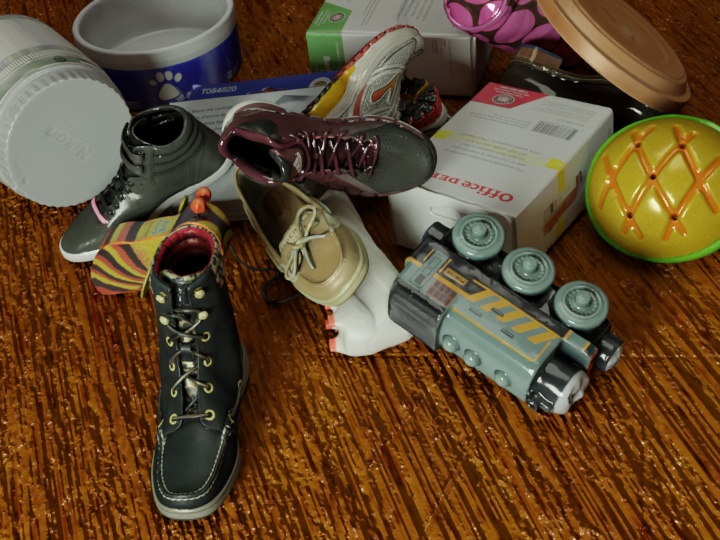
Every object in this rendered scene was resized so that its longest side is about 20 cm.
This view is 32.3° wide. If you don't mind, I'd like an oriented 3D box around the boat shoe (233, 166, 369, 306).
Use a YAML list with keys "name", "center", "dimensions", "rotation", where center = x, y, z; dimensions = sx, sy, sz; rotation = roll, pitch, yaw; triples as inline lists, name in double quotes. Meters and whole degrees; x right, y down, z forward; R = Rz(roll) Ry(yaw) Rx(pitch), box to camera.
- name: "boat shoe"
  center: [-0.060, -0.034, 1.105]
  dimensions: [0.073, 0.063, 0.200]
  rotation: [-51, 39, 3]

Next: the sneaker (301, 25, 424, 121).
- name: "sneaker"
  center: [0.006, -0.165, 1.227]
  dimensions: [0.200, 0.082, 0.078]
  rotation: [-52, 10, -30]

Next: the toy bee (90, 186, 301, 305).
- name: "toy bee"
  center: [-0.163, -0.032, 1.171]
  dimensions: [0.198, 0.109, 0.131]
  rotation: [-12, 36, -5]

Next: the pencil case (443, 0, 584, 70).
- name: "pencil case"
  center: [0.184, -0.283, 1.366]
  dimensions: [0.093, 0.092, 0.199]
  rotation: [-2, -5, 44]

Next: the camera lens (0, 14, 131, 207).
- name: "camera lens"
  center: [-0.353, -0.176, 1.343]
  dimensions: [0.159, 0.161, 0.200]
  rotation: [-28, 42, -24]

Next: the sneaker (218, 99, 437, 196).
- name: "sneaker"
  center: [-0.033, -0.095, 1.092]
  dimensions: [0.198, 0.076, 0.116]
  rotation: [8, 20, 3]

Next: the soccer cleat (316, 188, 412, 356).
- name: "soccer cleat"
  center: [0.000, 0.000, 1.141]
  dimensions: [0.077, 0.070, 0.201]
  rotation: [-5, 45, -5]

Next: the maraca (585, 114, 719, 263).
- name: "maraca"
  center: [0.300, -0.074, 1.129]
  dimensions: [0.199, 0.138, 0.107]
  rotation: [4, -3, 29]

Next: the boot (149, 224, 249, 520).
- name: "boot"
  center: [-0.138, 0.078, 0.988]
  dimensions: [0.073, 0.155, 0.204]
  rotation: [-3, 38, 7]

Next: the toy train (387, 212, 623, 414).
- name: "toy train"
  center: [0.118, 0.038, 1.037]
  dimensions: [0.199, 0.085, 0.114]
  rotation: [35, 63, 19]

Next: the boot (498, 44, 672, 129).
- name: "boot"
  center: [0.231, -0.158, 1.317]
  dimensions: [0.199, 0.075, 0.097]
  rotation: [26, 74, 22]

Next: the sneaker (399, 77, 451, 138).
- name: "sneaker"
  center: [0.015, -0.151, 1.329]
  dimensions: [0.199, 0.082, 0.078]
  rotation: [9, 63, 43]

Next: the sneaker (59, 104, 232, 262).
- name: "sneaker"
  center: [-0.227, -0.091, 1.212]
  dimensions: [0.199, 0.099, 0.071]
  rotation: [-34, 56, 1]

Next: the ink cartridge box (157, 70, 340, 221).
- name: "ink cartridge box"
  center: [-0.115, -0.141, 1.294]
  dimensions: [0.198, 0.041, 0.201]
  rotation: [-4, 53, 17]

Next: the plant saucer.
- name: "plant saucer"
  center: [0.268, -0.244, 1.293]
  dimensions: [0.199, 0.032, 0.201]
  rotation: [29, 30, -19]

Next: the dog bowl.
- name: "dog bowl"
  center: [-0.248, -0.281, 1.526]
  dimensions: [0.198, 0.079, 0.201]
  rotation: [-4, 38, 3]

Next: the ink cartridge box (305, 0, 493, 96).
- name: "ink cartridge box"
  center: [0.053, -0.278, 1.464]
  dimensions: [0.198, 0.085, 0.147]
  rotation: [6, 40, 16]

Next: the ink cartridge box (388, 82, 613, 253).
- name: "ink cartridge box"
  center: [0.138, -0.090, 1.210]
  dimensions: [0.144, 0.084, 0.200]
  rotation: [19, 45, 31]
